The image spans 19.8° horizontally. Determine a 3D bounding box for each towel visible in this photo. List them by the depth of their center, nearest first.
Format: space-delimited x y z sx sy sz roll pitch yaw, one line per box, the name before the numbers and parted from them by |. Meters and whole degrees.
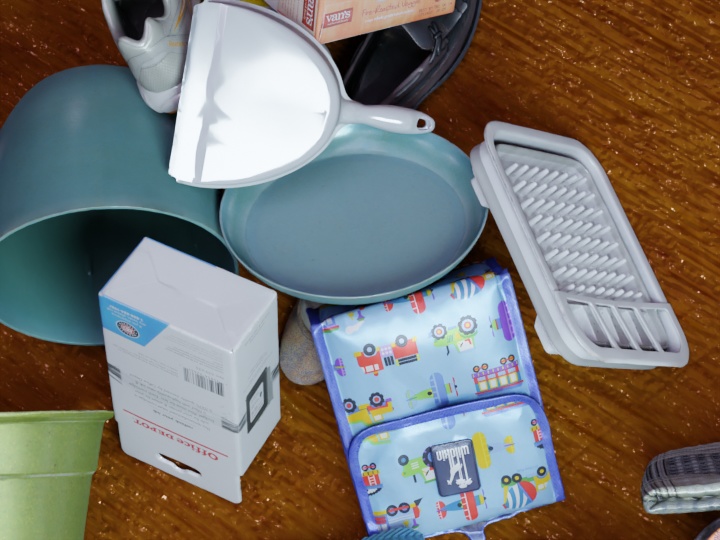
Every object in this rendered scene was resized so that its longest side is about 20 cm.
towel | 0.294 0.132 1.429 0.200 0.193 0.035 -8 89 10

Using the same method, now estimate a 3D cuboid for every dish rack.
dish rack | 0.155 -0.010 1.525 0.044 0.171 0.200 -34 67 30

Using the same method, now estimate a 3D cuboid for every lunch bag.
lunch bag | 0.058 0.108 1.536 0.150 0.094 0.200 -16 98 -1

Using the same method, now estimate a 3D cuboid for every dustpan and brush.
dustpan and brush | -0.037 -0.121 1.540 0.200 0.057 0.140 8 98 -10

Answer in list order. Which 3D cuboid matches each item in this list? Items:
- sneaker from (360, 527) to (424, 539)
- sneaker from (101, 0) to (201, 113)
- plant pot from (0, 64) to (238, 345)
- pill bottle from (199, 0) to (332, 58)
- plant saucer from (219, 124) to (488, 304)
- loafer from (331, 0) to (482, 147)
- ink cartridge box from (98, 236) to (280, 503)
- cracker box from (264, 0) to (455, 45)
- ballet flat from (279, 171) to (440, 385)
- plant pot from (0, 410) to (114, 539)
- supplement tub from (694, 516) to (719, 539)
sneaker | -0.032 0.254 1.524 0.200 0.077 0.081 -15 110 25
sneaker | -0.162 -0.218 1.558 0.076 0.092 0.200 -25 52 8
plant pot | -0.199 -0.060 1.602 0.200 0.201 0.161 -12 58 9
pill bottle | -0.117 -0.186 1.646 0.109 0.109 0.200 -44 54 -2
plant saucer | -0.004 -0.040 1.535 0.200 0.027 0.200 -3 43 3
loafer | 0.034 -0.172 1.643 0.072 0.063 0.200 29 82 21
ink cartridge box | -0.125 0.078 1.557 0.116 0.200 0.067 23 54 16
cracker box | -0.032 -0.258 1.625 0.134 0.058 0.200 -17 42 -31
ballet flat | 0.000 0.000 1.598 0.068 0.067 0.200 36 85 20
plant pot | -0.283 0.203 1.558 0.200 0.200 0.190 -3 86 12
supplement tub | 0.277 0.227 1.395 0.122 0.200 0.123 -4 73 13
